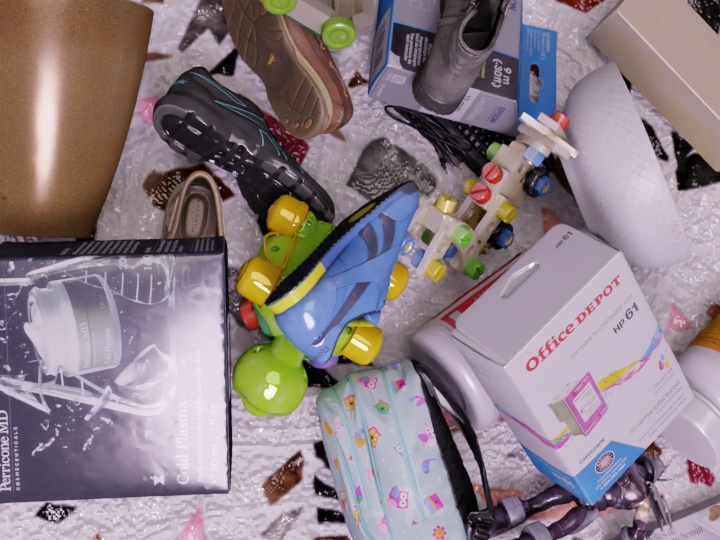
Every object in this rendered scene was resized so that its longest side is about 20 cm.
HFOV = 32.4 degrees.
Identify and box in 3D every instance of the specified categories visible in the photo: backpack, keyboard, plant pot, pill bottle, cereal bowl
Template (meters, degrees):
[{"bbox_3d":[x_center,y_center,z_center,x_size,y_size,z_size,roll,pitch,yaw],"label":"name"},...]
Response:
[{"bbox_3d":[0.038,0.181,1.099,0.125,0.167,0.202,-15,78,-11],"label":"backpack"},{"bbox_3d":[0.104,-0.151,1.232,0.200,0.040,0.104,46,73,-1],"label":"keyboard"},{"bbox_3d":[-0.278,-0.132,1.079,0.184,0.186,0.203,3,94,-13],"label":"plant pot"},{"bbox_3d":[0.153,0.051,1.168,0.199,0.112,0.113,-35,89,-17],"label":"pill bottle"},{"bbox_3d":[0.243,-0.090,1.187,0.082,0.200,0.202,-23,85,12],"label":"cereal bowl"},{"bbox_3d":[0.380,0.095,1.217,0.200,0.111,0.111,-42,91,-17],"label":"pill bottle"}]

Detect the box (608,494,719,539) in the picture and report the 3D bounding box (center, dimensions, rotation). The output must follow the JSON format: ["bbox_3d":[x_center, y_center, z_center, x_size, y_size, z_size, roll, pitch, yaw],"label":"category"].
[{"bbox_3d":[0.332,0.252,1.214,0.198,0.041,0.039,-18,84,-17],"label":"box"}]

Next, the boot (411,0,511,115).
[{"bbox_3d":[0.114,-0.243,1.114,0.067,0.131,0.202,24,62,-8],"label":"boot"}]

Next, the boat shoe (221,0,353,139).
[{"bbox_3d":[-0.070,-0.218,1.193,0.067,0.072,0.202,-15,73,-49],"label":"boat shoe"}]

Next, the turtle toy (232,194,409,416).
[{"bbox_3d":[-0.053,0.039,1.116,0.145,0.101,0.201,31,54,-10],"label":"turtle toy"}]

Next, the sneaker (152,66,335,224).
[{"bbox_3d":[-0.097,-0.115,1.158,0.199,0.075,0.080,39,44,-19],"label":"sneaker"}]

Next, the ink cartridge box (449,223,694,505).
[{"bbox_3d":[0.187,0.082,1.081,0.144,0.084,0.201,-43,125,-11],"label":"ink cartridge box"}]

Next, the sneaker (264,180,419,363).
[{"bbox_3d":[0.000,0.000,1.067,0.079,0.066,0.200,50,52,-11],"label":"sneaker"}]

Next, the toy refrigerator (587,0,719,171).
[{"bbox_3d":[0.336,-0.205,1.284,0.200,0.070,0.076,45,67,-3],"label":"toy refrigerator"}]

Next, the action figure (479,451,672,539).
[{"bbox_3d":[0.206,0.216,1.163,0.198,0.070,0.131,-19,54,-15],"label":"action figure"}]

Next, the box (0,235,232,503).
[{"bbox_3d":[-0.206,0.078,1.036,0.194,0.124,0.203,-2,97,-5],"label":"box"}]

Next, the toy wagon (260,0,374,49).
[{"bbox_3d":[-0.069,-0.296,1.165,0.199,0.039,0.157,25,45,-31],"label":"toy wagon"}]

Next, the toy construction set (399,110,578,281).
[{"bbox_3d":[0.118,-0.074,1.155,0.200,0.131,0.092,-43,58,12],"label":"toy construction set"}]

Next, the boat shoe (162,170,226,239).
[{"bbox_3d":[-0.156,0.011,1.125,0.070,0.065,0.203,1,80,-13],"label":"boat shoe"}]

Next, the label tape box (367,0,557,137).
[{"bbox_3d":[0.114,-0.219,1.214,0.197,0.066,0.145,12,63,-12],"label":"label tape box"}]
